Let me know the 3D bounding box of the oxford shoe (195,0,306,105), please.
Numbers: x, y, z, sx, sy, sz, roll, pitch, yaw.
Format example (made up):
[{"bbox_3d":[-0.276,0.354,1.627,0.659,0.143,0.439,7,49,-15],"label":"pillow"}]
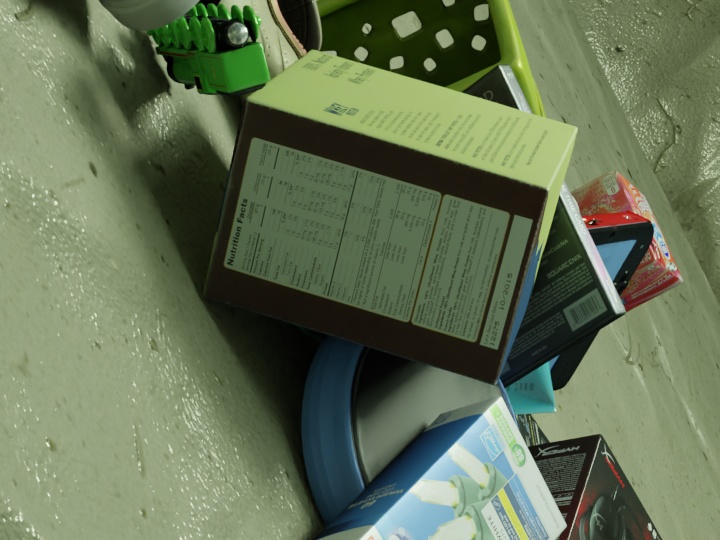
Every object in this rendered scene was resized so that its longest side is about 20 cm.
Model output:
[{"bbox_3d":[-0.089,-0.164,1.524,0.073,0.071,0.202,1,62,-44],"label":"oxford shoe"}]

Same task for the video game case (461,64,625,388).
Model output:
[{"bbox_3d":[0.096,-0.026,1.482,0.019,0.142,0.202,-5,67,-50],"label":"video game case"}]

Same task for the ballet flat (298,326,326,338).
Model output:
[{"bbox_3d":[0.000,0.000,1.517,0.068,0.068,0.200,61,16,-2],"label":"ballet flat"}]

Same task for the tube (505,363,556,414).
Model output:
[{"bbox_3d":[0.106,0.009,1.527,0.050,0.077,0.202,-135,-138,-82],"label":"tube"}]

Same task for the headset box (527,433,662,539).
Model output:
[{"bbox_3d":[0.160,0.250,1.546,0.149,0.077,0.201,58,36,-27],"label":"headset box"}]

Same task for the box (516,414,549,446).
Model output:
[{"bbox_3d":[0.132,0.189,1.694,0.161,0.043,0.201,54,19,-32],"label":"box"}]

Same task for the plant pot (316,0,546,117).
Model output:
[{"bbox_3d":[0.056,-0.123,1.669,0.201,0.197,0.182,-100,164,-48],"label":"plant pot"}]

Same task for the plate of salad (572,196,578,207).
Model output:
[{"bbox_3d":[0.100,0.014,1.631,0.048,0.201,0.200,39,3,28],"label":"plate of salad"}]

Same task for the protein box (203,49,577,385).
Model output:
[{"bbox_3d":[0.024,-0.041,1.356,0.199,0.198,0.136,-53,159,-71],"label":"protein box"}]

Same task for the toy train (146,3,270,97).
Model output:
[{"bbox_3d":[-0.100,-0.144,1.334,0.200,0.041,0.057,-157,-129,-71],"label":"toy train"}]

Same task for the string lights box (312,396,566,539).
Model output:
[{"bbox_3d":[0.045,0.175,1.287,0.200,0.059,0.103,-40,105,-50],"label":"string lights box"}]

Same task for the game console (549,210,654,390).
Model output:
[{"bbox_3d":[0.158,0.034,1.651,0.031,0.178,0.199,33,20,26],"label":"game console"}]

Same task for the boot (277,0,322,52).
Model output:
[{"bbox_3d":[-0.078,-0.262,1.667,0.201,0.073,0.151,58,16,-3],"label":"boot"}]

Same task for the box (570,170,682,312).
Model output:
[{"bbox_3d":[0.172,0.006,1.815,0.100,0.199,0.096,28,37,-64],"label":"box"}]

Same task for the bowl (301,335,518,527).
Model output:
[{"bbox_3d":[0.041,0.121,1.384,0.200,0.039,0.203,22,59,-43],"label":"bowl"}]

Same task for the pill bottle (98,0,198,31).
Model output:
[{"bbox_3d":[-0.172,-0.241,1.254,0.200,0.112,0.114,47,23,-46],"label":"pill bottle"}]
